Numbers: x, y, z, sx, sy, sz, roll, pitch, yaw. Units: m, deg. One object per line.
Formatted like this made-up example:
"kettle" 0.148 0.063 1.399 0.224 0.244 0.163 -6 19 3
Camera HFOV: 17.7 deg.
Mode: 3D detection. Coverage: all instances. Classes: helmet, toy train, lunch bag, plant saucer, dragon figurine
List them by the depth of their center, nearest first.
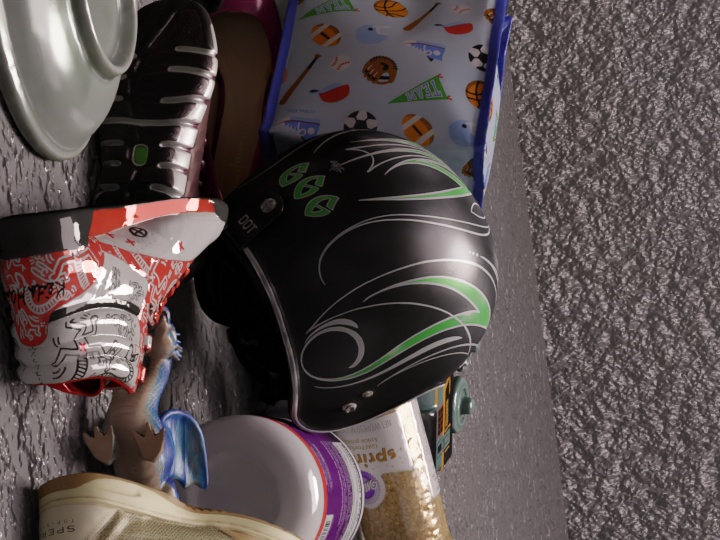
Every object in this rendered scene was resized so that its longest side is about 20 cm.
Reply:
"plant saucer" -0.172 -0.167 1.384 0.200 0.050 0.200 -7 90 -78
"dragon figurine" -0.129 0.119 1.424 0.099 0.059 0.200 -66 148 -68
"helmet" 0.000 0.000 1.587 0.200 0.191 0.200 50 -26 36
"lunch bag" 0.023 -0.138 1.723 0.124 0.170 0.200 91 6 -55
"toy train" 0.043 0.064 1.783 0.114 0.085 0.200 -46 140 -68

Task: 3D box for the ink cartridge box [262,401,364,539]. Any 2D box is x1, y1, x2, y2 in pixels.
"ink cartridge box" -0.025 0.172 1.841 0.200 0.087 0.145 -60 141 -73

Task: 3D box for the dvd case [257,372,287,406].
"dvd case" -0.035 -0.010 1.828 0.143 0.018 0.200 -42 -144 45

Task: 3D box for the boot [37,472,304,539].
"boot" -0.101 0.212 1.316 0.200 0.073 0.155 24 55 -36

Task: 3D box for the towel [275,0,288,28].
"towel" -0.005 -0.153 1.864 0.035 0.200 0.193 -9 81 -41

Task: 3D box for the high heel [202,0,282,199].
"high heel" -0.090 -0.141 1.717 0.096 0.067 0.200 -93 178 -78

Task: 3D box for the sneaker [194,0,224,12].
"sneaker" -0.122 -0.253 1.618 0.200 0.075 0.079 58 31 -65

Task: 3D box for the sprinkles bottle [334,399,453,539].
"sprinkles bottle" 0.021 0.146 1.715 0.068 0.068 0.200 -55 132 -73

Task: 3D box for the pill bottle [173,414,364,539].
"pill bottle" -0.062 0.157 1.603 0.200 0.112 0.112 22 63 -78

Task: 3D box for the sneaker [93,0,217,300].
"sneaker" -0.131 -0.070 1.517 0.116 0.076 0.200 71 27 -66

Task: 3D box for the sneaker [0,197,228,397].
"sneaker" -0.140 0.015 1.351 0.201 0.067 0.108 -12 97 -63
